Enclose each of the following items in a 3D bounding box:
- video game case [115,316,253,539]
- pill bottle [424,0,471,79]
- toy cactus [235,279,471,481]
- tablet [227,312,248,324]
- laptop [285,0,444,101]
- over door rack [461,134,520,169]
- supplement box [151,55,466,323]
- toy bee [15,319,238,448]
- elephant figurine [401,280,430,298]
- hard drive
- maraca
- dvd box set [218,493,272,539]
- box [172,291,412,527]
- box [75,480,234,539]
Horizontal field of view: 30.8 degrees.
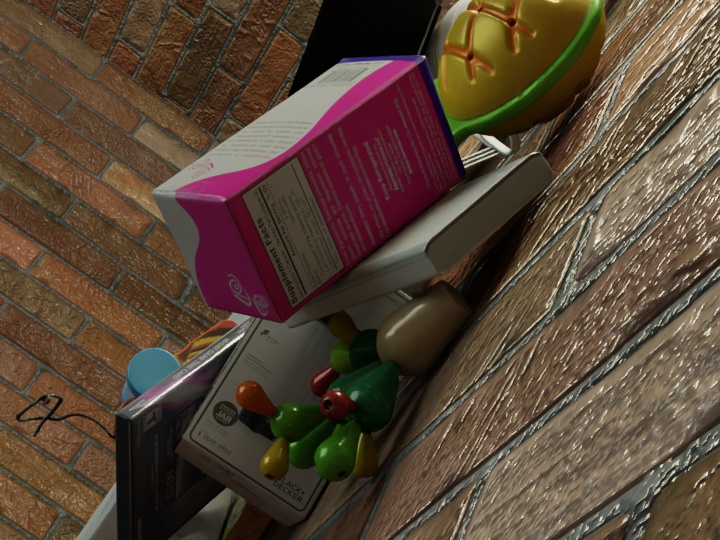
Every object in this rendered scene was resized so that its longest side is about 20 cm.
[{"bbox_3d":[-0.131,0.132,1.070,0.200,0.019,0.145,-36,-42,-51],"label":"video game case"},{"bbox_3d":[0.122,-0.212,1.295,0.113,0.111,0.200,-56,6,-6],"label":"pill bottle"},{"bbox_3d":[0.002,0.067,0.894,0.165,0.102,0.200,-44,0,13],"label":"toy cactus"},{"bbox_3d":[-0.122,0.123,1.242,0.014,0.131,0.201,11,-55,-46],"label":"tablet"},{"bbox_3d":[0.004,-0.220,1.301,0.200,0.114,0.190,-116,48,-81],"label":"laptop"},{"bbox_3d":[0.024,-0.130,1.150,0.146,0.068,0.199,-23,32,-24],"label":"over door rack"},{"bbox_3d":[-0.034,-0.063,0.941,0.199,0.104,0.101,-37,27,-29],"label":"supplement box"},{"bbox_3d":[-0.172,0.129,1.116,0.198,0.110,0.131,-30,-16,-5],"label":"toy bee"},{"bbox_3d":[0.000,0.000,1.153,0.201,0.139,0.157,-75,-18,-58],"label":"elephant figurine"},{"bbox_3d":[0.035,-0.018,0.946,0.132,0.026,0.199,-40,9,-33],"label":"hard drive"},{"bbox_3d":[0.107,-0.155,1.016,0.199,0.107,0.138,-37,26,24],"label":"maraca"},{"bbox_3d":[-0.113,0.233,1.184,0.201,0.029,0.146,-56,6,0],"label":"dvd box set"},{"bbox_3d":[-0.047,0.085,1.035,0.202,0.116,0.060,-60,4,-23],"label":"box"},{"bbox_3d":[-0.211,0.268,1.162,0.201,0.097,0.125,-54,7,19],"label":"box"}]
